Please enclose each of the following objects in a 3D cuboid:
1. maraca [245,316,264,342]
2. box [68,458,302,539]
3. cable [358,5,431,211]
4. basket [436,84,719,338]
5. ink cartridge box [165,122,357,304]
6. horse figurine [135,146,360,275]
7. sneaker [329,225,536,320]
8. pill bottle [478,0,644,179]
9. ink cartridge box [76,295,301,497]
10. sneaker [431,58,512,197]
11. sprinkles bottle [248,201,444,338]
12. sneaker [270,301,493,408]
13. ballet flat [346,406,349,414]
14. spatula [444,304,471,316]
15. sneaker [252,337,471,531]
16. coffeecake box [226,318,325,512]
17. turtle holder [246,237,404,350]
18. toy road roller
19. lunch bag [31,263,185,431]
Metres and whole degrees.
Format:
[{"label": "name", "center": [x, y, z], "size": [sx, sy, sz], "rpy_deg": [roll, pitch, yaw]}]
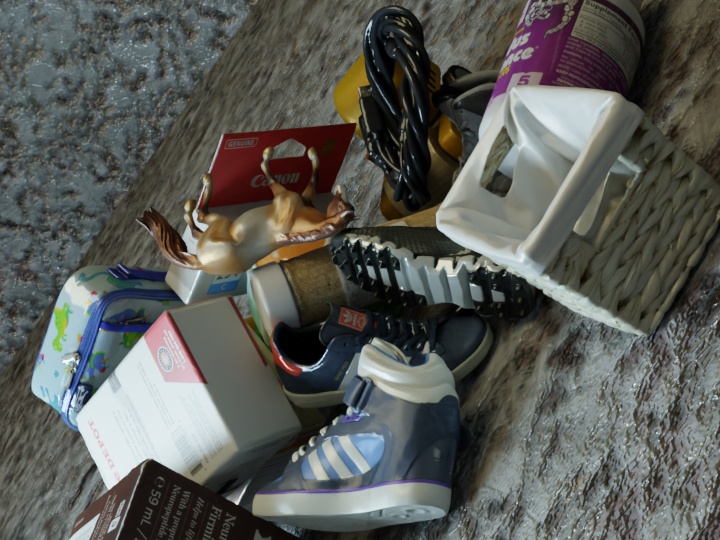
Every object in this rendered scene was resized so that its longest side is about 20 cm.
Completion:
[{"label": "maraca", "center": [-0.110, 0.098, 1.548], "size": [0.201, 0.107, 0.137], "rpy_deg": [-60, -14, 15]}, {"label": "box", "center": [-0.160, 0.299, 1.220], "size": [0.164, 0.199, 0.167], "rpy_deg": [-40, 26, 45]}, {"label": "cable", "center": [0.043, -0.154, 1.346], "size": [0.164, 0.050, 0.202], "rpy_deg": [105, 157, -50]}, {"label": "basket", "center": [0.160, -0.047, 1.038], "size": [0.136, 0.123, 0.200], "rpy_deg": [-58, 18, 0]}, {"label": "ink cartridge box", "center": [-0.086, -0.059, 1.424], "size": [0.045, 0.199, 0.177], "rpy_deg": [42, 123, 28]}, {"label": "horse figurine", "center": [-0.100, -0.047, 1.272], "size": [0.198, 0.050, 0.133], "rpy_deg": [-21, 47, 5]}, {"label": "sneaker", "center": [0.071, -0.013, 1.212], "size": [0.198, 0.067, 0.091], "rpy_deg": [10, 43, 28]}, {"label": "pill bottle", "center": [0.181, -0.178, 1.214], "size": [0.112, 0.112, 0.201], "rpy_deg": [-28, 35, 58]}, {"label": "ink cartridge box", "center": [-0.163, 0.140, 1.300], "size": [0.083, 0.145, 0.200], "rpy_deg": [-13, -23, -46]}, {"label": "sneaker", "center": [0.099, -0.116, 1.329], "size": [0.201, 0.115, 0.075], "rpy_deg": [-52, 19, 19]}, {"label": "sprinkles bottle", "center": [0.000, 0.000, 1.285], "size": [0.198, 0.069, 0.068], "rpy_deg": [-19, 14, -11]}, {"label": "sneaker", "center": [0.012, 0.061, 1.211], "size": [0.198, 0.085, 0.075], "rpy_deg": [-15, 33, 18]}, {"label": "ballet flat", "center": [0.025, 0.108, 1.276], "size": [0.074, 0.074, 0.201], "rpy_deg": [-48, 23, 31]}, {"label": "spatula", "center": [0.115, -0.005, 1.258], "size": [0.201, 0.020, 0.057], "rpy_deg": [-57, 12, 10]}, {"label": "sneaker", "center": [-0.002, 0.133, 1.164], "size": [0.199, 0.080, 0.148], "rpy_deg": [-13, 64, 38]}, {"label": "coffeecake box", "center": [-0.140, 0.168, 1.394], "size": [0.154, 0.073, 0.201], "rpy_deg": [48, 127, 26]}, {"label": "turtle holder", "center": [-0.038, 0.026, 1.411], "size": [0.132, 0.185, 0.141], "rpy_deg": [43, 104, 27]}, {"label": "toy road roller", "center": [0.046, -0.152, 1.482], "size": [0.123, 0.145, 0.201], "rpy_deg": [-48, 20, 30]}, {"label": "lunch bag", "center": [-0.228, 0.076, 1.435], "size": [0.082, 0.199, 0.162], "rpy_deg": [31, 105, 35]}]
